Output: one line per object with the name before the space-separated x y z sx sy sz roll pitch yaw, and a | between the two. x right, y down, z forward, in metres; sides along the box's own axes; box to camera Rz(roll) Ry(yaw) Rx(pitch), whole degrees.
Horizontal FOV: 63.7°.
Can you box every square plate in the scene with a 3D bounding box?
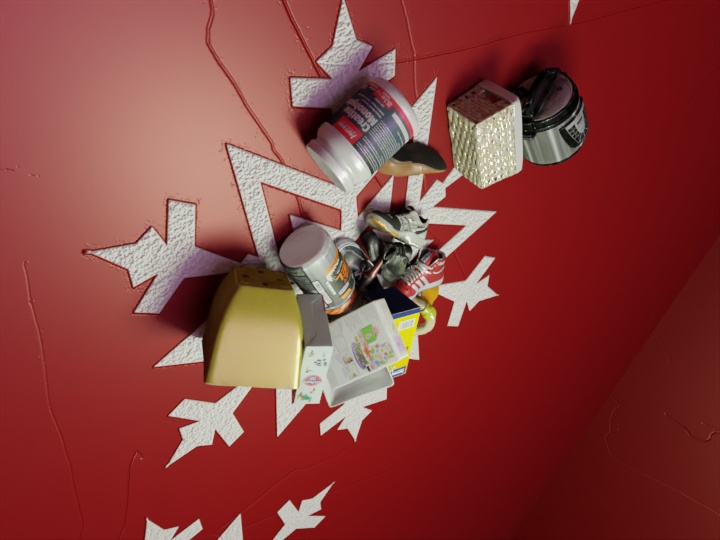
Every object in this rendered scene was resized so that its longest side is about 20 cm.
square plate | -0.030 0.211 1.416 0.199 0.200 0.028 -25 172 28

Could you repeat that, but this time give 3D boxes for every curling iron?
curling iron | 0.020 0.013 1.358 0.200 0.026 0.050 -49 -178 27

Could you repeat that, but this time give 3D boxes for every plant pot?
plant pot | -0.218 0.105 1.208 0.192 0.196 0.202 7 106 -19

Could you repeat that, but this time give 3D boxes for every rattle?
rattle | 0.133 0.121 1.636 0.129 0.144 0.201 13 137 -16

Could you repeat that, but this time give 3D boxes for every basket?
basket | 0.288 -0.313 1.353 0.122 0.136 0.201 -28 135 -12

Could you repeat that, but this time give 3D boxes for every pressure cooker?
pressure cooker | 0.443 -0.373 1.398 0.177 0.177 0.200 -23 139 16

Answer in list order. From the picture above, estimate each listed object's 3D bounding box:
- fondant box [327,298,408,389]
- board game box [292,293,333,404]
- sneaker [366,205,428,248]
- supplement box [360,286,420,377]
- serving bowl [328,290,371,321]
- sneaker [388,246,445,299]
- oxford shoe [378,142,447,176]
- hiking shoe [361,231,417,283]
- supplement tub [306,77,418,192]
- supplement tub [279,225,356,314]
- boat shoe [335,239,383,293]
fondant box | -0.006 0.172 1.351 0.199 0.146 0.058 -28 170 28
board game box | -0.114 0.173 1.272 0.063 0.149 0.201 1 134 -15
sneaker | 0.092 -0.122 1.400 0.199 0.075 0.089 20 93 -49
supplement box | 0.060 0.160 1.449 0.109 0.109 0.202 -11 123 -36
serving bowl | 0.005 0.145 1.525 0.198 0.066 0.202 -22 132 -26
sneaker | 0.147 0.007 1.528 0.199 0.071 0.113 -24 138 -33
oxford shoe | 0.116 -0.246 1.330 0.198 0.072 0.071 -1 150 -38
hiking shoe | 0.072 -0.048 1.411 0.100 0.076 0.200 -28 148 7
supplement tub | 0.004 -0.268 1.154 0.200 0.140 0.141 -43 138 -3
supplement tub | -0.088 0.005 1.302 0.122 0.123 0.201 -39 137 -7
boat shoe | 0.000 0.000 1.408 0.072 0.068 0.200 -41 138 -5
